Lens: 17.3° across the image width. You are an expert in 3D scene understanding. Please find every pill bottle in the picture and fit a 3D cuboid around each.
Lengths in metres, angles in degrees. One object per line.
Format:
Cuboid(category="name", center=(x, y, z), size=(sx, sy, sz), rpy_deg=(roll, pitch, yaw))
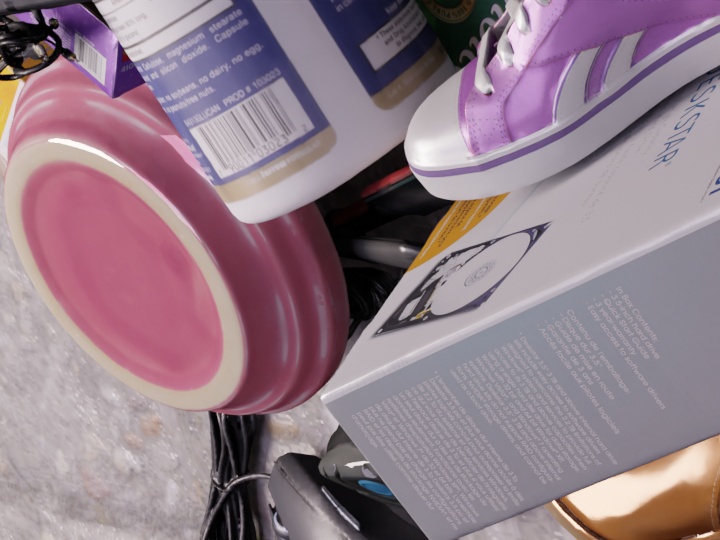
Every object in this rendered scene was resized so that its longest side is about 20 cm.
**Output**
Cuboid(category="pill bottle", center=(-0.056, -0.130, 0.949), size=(0.111, 0.111, 0.201), rpy_deg=(-17, 109, 54))

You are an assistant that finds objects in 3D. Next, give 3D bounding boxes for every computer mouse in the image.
Cuboid(category="computer mouse", center=(-0.026, 0.162, 1.255), size=(0.200, 0.046, 0.141), rpy_deg=(35, 135, 33))

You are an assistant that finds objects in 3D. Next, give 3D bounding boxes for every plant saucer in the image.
Cuboid(category="plant saucer", center=(-0.096, -0.010, 1.099), size=(0.200, 0.051, 0.201), rpy_deg=(29, 141, 27))

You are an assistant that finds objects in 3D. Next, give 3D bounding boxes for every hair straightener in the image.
Cuboid(category="hair straightener", center=(0.000, 0.000, 1.076), size=(0.200, 0.041, 0.078), rpy_deg=(169, 112, -66))

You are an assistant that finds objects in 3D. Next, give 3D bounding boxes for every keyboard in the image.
Cuboid(category="keyboard", center=(-0.154, -0.124, 0.961), size=(0.200, 0.039, 0.105), rpy_deg=(7, 119, 67))

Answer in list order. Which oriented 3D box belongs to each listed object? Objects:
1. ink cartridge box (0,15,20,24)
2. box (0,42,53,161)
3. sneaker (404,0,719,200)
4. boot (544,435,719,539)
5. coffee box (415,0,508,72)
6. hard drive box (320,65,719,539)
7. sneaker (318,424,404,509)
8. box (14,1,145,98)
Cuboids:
Cuboid(category="ink cartridge box", center=(-0.242, -0.215, 1.224), size=(0.200, 0.066, 0.116), rpy_deg=(52, 145, 37))
Cuboid(category="box", center=(-0.112, -0.028, 1.199), size=(0.200, 0.041, 0.119), rpy_deg=(47, 160, 0))
Cuboid(category="sneaker", center=(0.076, -0.112, 0.849), size=(0.200, 0.073, 0.114), rpy_deg=(-32, 119, 24))
Cuboid(category="boot", center=(0.148, 0.050, 0.961), size=(0.199, 0.073, 0.156), rpy_deg=(24, 122, 42))
Cuboid(category="coffee box", center=(0.057, -0.117, 0.975), size=(0.200, 0.044, 0.123), rpy_deg=(53, 142, 12))
Cuboid(category="hard drive box", center=(0.104, -0.002, 0.849), size=(0.199, 0.156, 0.077), rpy_deg=(-27, 108, 38))
Cuboid(category="sneaker", center=(0.037, 0.065, 1.109), size=(0.073, 0.083, 0.200), rpy_deg=(19, 161, -13))
Cuboid(category="box", center=(-0.122, -0.170, 1.084), size=(0.200, 0.136, 0.039), rpy_deg=(40, 140, 27))
